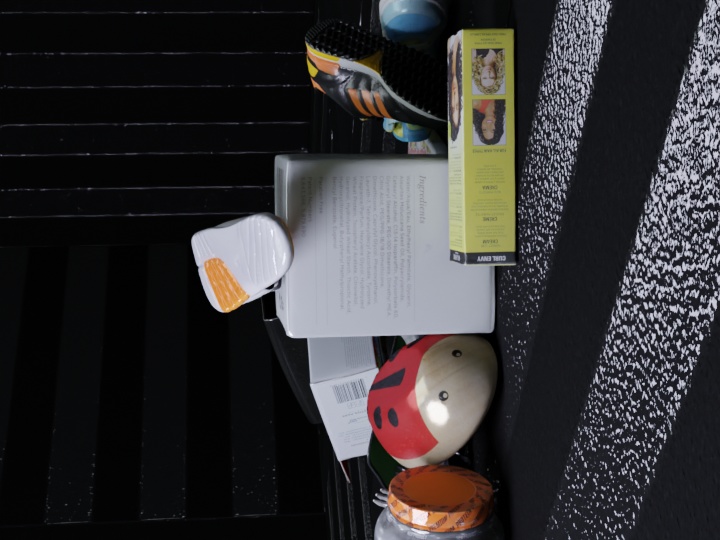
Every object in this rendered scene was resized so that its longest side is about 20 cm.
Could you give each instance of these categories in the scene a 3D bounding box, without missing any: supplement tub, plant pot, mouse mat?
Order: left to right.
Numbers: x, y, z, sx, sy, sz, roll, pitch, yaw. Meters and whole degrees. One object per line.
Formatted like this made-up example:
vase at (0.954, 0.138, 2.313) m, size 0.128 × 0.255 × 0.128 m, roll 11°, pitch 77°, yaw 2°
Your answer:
plant pot at (-0.029, 0.109, 1.928) m, size 0.200 × 0.197 × 0.180 m, roll -117°, pitch 14°, yaw -76°
mouse mat at (0.047, 0.178, 1.512) m, size 0.201 × 0.007 × 0.163 m, roll 67°, pitch -146°, yaw -58°
supplement tub at (0.072, 0.291, 1.209) m, size 0.123 × 0.121 × 0.203 m, roll -109°, pitch 20°, yaw -72°

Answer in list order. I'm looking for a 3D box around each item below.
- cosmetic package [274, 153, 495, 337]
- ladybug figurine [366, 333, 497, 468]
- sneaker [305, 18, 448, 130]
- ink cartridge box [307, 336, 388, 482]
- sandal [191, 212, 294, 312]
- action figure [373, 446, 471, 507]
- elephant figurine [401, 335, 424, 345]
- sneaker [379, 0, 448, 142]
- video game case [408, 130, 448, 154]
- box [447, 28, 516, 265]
cosmetic package at (0.019, -0.029, 1.274) m, size 0.165 × 0.197 × 0.167 m, roll -138°, pitch 47°, yaw -81°
ladybug figurine at (0.061, 0.120, 1.267) m, size 0.200 × 0.071 × 0.137 m, roll -36°, pitch 34°, yaw 60°
sneaker at (0.027, -0.191, 1.404) m, size 0.070 × 0.199 × 0.091 m, roll -46°, pitch -25°, yaw -31°
ink cartridge box at (-0.007, 0.123, 1.595) m, size 0.201 × 0.083 × 0.177 m, roll -98°, pitch -7°, yaw -51°
sandal at (-0.092, -0.012, 1.190) m, size 0.206 × 0.059 × 0.080 m, roll -14°, pitch 93°, yaw 61°
action figure at (0.063, 0.209, 1.392) m, size 0.201 × 0.101 × 0.120 m, roll 96°, pitch -178°, yaw -60°
elephant figurine at (0.000, 0.000, 1.472) m, size 0.199 × 0.142 × 0.156 m, roll -16°, pitch 28°, yaw 49°
sneaker at (0.060, -0.219, 1.451) m, size 0.200 × 0.078 × 0.132 m, roll 76°, pitch -167°, yaw -72°
video game case at (0.078, -0.076, 1.557) m, size 0.200 × 0.023 × 0.184 m, roll -107°, pitch 17°, yaw -70°
box at (0.105, -0.106, 1.149) m, size 0.075 × 0.049 × 0.203 m, roll -160°, pitch 68°, yaw -84°
